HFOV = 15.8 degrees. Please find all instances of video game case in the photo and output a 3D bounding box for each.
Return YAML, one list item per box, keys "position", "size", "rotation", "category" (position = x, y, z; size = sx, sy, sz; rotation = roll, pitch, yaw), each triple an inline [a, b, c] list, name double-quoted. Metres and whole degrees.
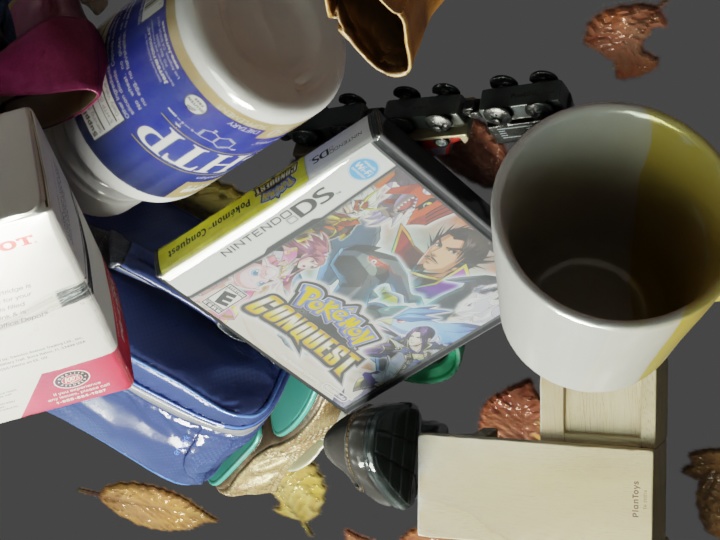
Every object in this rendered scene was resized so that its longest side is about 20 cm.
- position: [0.000, 0.000, 1.649]
  size: [0.180, 0.026, 0.200]
  rotation: [-32, 134, 22]
  category: "video game case"

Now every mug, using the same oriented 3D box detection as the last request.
- position: [0.163, 0.007, 1.568]
  size: [0.186, 0.150, 0.153]
  rotation: [23, 154, 8]
  category: "mug"

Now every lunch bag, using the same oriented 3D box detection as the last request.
- position: [-0.140, 0.033, 1.746]
  size: [0.200, 0.136, 0.132]
  rotation: [29, 141, -8]
  category: "lunch bag"

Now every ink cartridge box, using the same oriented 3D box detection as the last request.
- position: [-0.234, 0.006, 1.563]
  size: [0.144, 0.085, 0.200]
  rotation: [-15, 145, 2]
  category: "ink cartridge box"

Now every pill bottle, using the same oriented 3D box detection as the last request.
- position: [-0.112, -0.110, 1.575]
  size: [0.120, 0.120, 0.200]
  rotation: [38, 140, -20]
  category: "pill bottle"

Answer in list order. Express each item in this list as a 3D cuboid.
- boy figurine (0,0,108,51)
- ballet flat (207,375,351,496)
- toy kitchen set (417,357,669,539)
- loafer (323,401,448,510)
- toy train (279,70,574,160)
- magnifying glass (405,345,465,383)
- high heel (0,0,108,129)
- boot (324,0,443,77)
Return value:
- position: [-0.208, -0.194, 1.568]
  size: [0.124, 0.065, 0.200]
  rotation: [26, 145, -1]
  category: "boy figurine"
- position: [-0.045, 0.106, 1.860]
  size: [0.065, 0.071, 0.200]
  rotation: [9, 152, -25]
  category: "ballet flat"
- position: [0.143, 0.147, 1.802]
  size: [0.163, 0.180, 0.201]
  rotation: [3, 99, 18]
  category: "toy kitchen set"
- position: [0.008, 0.127, 1.776]
  size: [0.072, 0.073, 0.200]
  rotation: [6, 170, 13]
  category: "loafer"
- position: [0.041, -0.092, 1.597]
  size: [0.199, 0.034, 0.046]
  rotation: [-5, 147, 29]
  category: "toy train"
- position: [0.002, 0.008, 1.742]
  size: [0.079, 0.022, 0.200]
  rotation: [-11, 131, 35]
  category: "magnifying glass"
- position: [-0.223, -0.083, 1.556]
  size: [0.067, 0.096, 0.200]
  rotation: [13, 131, -35]
  category: "high heel"
- position: [0.005, -0.214, 1.374]
  size: [0.071, 0.144, 0.201]
  rotation: [-4, 135, 28]
  category: "boot"
